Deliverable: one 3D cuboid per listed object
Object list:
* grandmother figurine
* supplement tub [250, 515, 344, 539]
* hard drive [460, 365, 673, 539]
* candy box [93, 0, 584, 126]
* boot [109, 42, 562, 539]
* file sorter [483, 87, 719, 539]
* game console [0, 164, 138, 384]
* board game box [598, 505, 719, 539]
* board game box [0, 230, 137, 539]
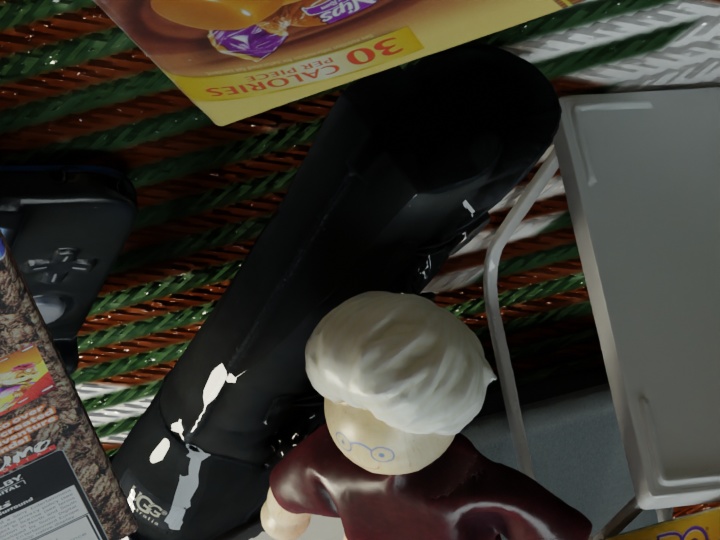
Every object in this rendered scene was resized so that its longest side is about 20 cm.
[{"bbox_3d":[0.021,0.084,0.808,0.121,0.061,0.200,3,135,15],"label":"grandmother figurine"},{"bbox_3d":[0.018,0.125,1.081,0.122,0.123,0.200,-21,155,20],"label":"supplement tub"},{"bbox_3d":[0.063,0.113,1.000,0.033,0.140,0.200,11,-170,30],"label":"hard drive"},{"bbox_3d":[0.030,-0.109,0.649,0.200,0.057,0.117,-16,156,13],"label":"candy box"},{"bbox_3d":[0.000,0.000,0.863,0.200,0.066,0.165,-58,172,35],"label":"boot"},{"bbox_3d":[0.158,0.023,0.903,0.200,0.139,0.125,-5,158,-16],"label":"file sorter"},{"bbox_3d":[-0.176,0.055,0.841,0.200,0.118,0.171,-2,155,-22],"label":"game console"},{"bbox_3d":[0.163,0.102,0.887,0.095,0.030,0.200,-20,156,30],"label":"board game box"},{"bbox_3d":[-0.166,0.029,0.706,0.159,0.097,0.200,-25,153,-7],"label":"board game box"}]
